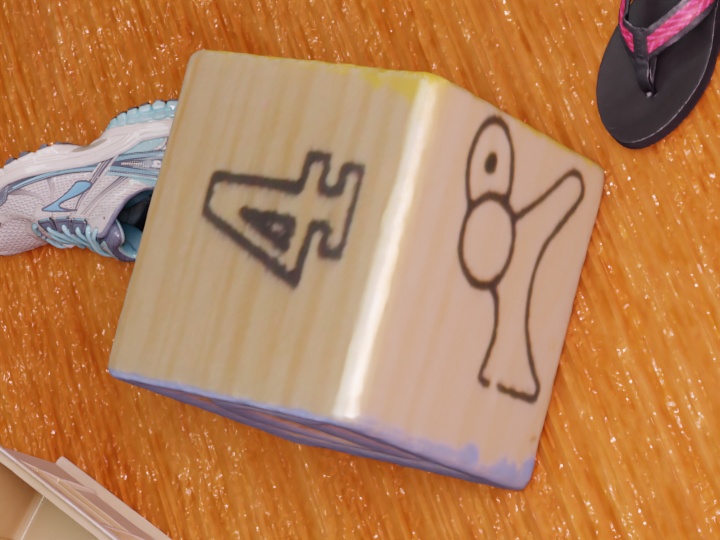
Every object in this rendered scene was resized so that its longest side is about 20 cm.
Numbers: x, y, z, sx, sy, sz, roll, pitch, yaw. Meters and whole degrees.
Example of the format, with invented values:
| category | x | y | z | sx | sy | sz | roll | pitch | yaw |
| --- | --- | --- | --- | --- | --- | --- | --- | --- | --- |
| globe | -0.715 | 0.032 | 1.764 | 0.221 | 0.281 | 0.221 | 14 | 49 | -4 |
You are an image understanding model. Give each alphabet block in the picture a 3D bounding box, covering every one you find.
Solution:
| category | x | y | z | sx | sy | sz | roll | pitch | yaw |
| --- | --- | --- | --- | --- | --- | --- | --- | --- | --- |
| alphabet block | 0.000 | 0.000 | 1.508 | 0.196 | 0.195 | 0.201 | 9 | 80 | 37 |

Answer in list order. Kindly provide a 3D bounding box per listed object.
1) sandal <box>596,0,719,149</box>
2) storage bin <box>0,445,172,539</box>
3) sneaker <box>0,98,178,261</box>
| category | x | y | z | sx | sy | sz | roll | pitch | yaw |
| --- | --- | --- | --- | --- | --- | --- | --- | --- | --- |
| sandal | 0.187 | -0.168 | 1.513 | 0.075 | 0.045 | 0.201 | 28 | 93 | 40 |
| storage bin | -0.211 | 0.238 | 1.654 | 0.198 | 0.094 | 0.201 | 31 | 94 | 40 |
| sneaker | -0.180 | -0.043 | 1.737 | 0.199 | 0.077 | 0.087 | -25 | 65 | 29 |
